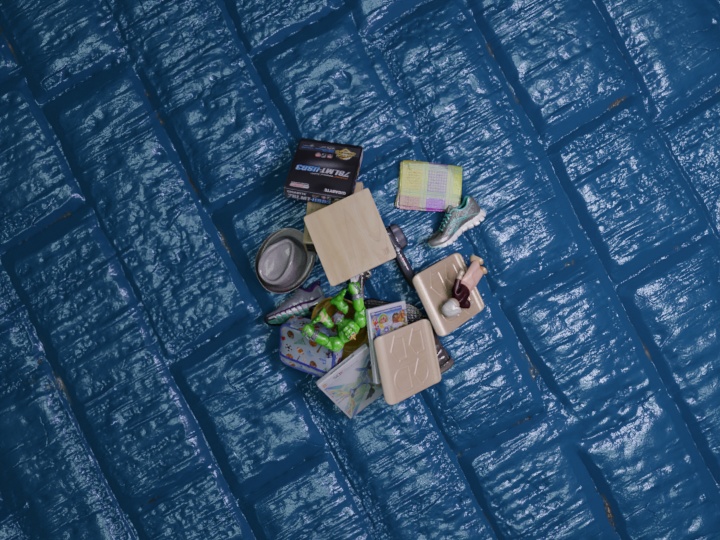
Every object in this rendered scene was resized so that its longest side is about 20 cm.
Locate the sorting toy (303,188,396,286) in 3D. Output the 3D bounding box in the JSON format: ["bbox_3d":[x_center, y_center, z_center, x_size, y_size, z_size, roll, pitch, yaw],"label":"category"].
[{"bbox_3d":[-0.029,-0.087,1.593,0.195,0.070,0.204,-24,85,-1],"label":"sorting toy"}]

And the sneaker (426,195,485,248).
[{"bbox_3d":[0.267,-0.144,1.697,0.198,0.078,0.092,-36,110,-6],"label":"sneaker"}]

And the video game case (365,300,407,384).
[{"bbox_3d":[0.081,0.198,1.619,0.141,0.018,0.206,-10,96,-39],"label":"video game case"}]

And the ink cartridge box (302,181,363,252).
[{"bbox_3d":[-0.078,-0.156,1.694,0.160,0.075,0.205,4,71,1],"label":"ink cartridge box"}]

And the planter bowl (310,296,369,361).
[{"bbox_3d":[-0.041,0.157,1.699,0.195,0.083,0.206,10,114,23],"label":"planter bowl"}]

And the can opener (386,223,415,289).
[{"bbox_3d":[0.121,-0.036,1.718,0.077,0.063,0.204,-25,89,2],"label":"can opener"}]

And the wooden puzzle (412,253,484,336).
[{"bbox_3d":[0.251,0.069,1.687,0.197,0.046,0.189,-26,89,-34],"label":"wooden puzzle"}]

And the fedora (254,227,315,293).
[{"bbox_3d":[-0.233,-0.031,1.713,0.177,0.090,0.200,43,93,8],"label":"fedora"}]

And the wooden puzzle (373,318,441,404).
[{"bbox_3d":[0.127,0.250,1.615,0.196,0.046,0.191,-15,96,-34],"label":"wooden puzzle"}]

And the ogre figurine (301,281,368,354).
[{"bbox_3d":[-0.053,0.137,1.585,0.120,0.098,0.200,48,67,-10],"label":"ogre figurine"}]

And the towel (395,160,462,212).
[{"bbox_3d":[0.205,-0.250,1.736,0.194,0.023,0.148,4,90,2],"label":"towel"}]

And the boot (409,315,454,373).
[{"bbox_3d":[0.164,0.240,1.699,0.198,0.069,0.176,-33,99,1],"label":"boot"}]

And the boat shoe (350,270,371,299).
[{"bbox_3d":[0.000,0.000,1.720,0.062,0.071,0.206,-6,88,3],"label":"boat shoe"}]

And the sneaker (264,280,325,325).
[{"bbox_3d":[-0.199,0.099,1.742,0.195,0.075,0.089,-19,65,1],"label":"sneaker"}]

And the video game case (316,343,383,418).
[{"bbox_3d":[-0.008,0.324,1.683,0.181,0.022,0.201,-37,130,1],"label":"video game case"}]

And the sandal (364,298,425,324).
[{"bbox_3d":[0.101,0.123,1.725,0.195,0.048,0.077,16,100,3],"label":"sandal"}]

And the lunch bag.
[{"bbox_3d":[-0.142,0.230,1.687,0.196,0.075,0.164,18,119,19],"label":"lunch bag"}]

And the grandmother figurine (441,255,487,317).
[{"bbox_3d":[0.292,0.056,1.647,0.201,0.060,0.122,-49,116,-30],"label":"grandmother figurine"}]

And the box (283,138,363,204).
[{"bbox_3d":[-0.104,-0.285,1.680,0.194,0.050,0.202,10,57,7],"label":"box"}]
